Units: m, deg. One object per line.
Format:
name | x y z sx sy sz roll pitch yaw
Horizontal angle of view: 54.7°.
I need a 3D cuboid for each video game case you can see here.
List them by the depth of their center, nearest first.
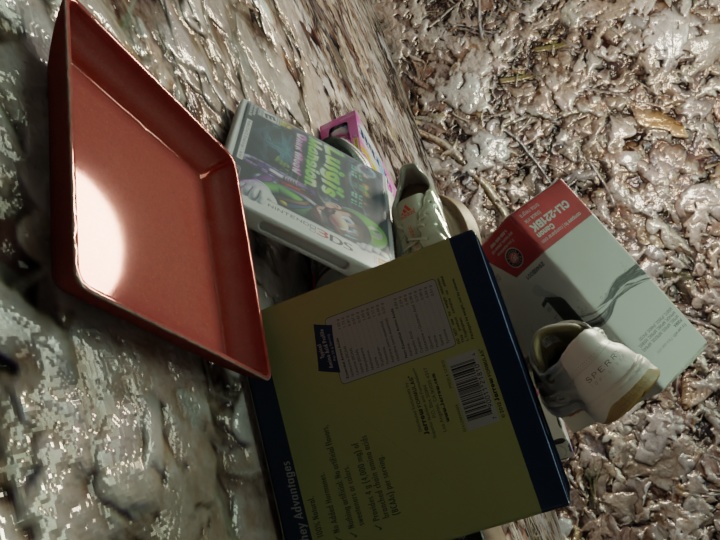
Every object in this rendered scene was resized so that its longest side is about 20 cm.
video game case | -0.049 -0.079 0.677 0.181 0.023 0.201 26 31 -19

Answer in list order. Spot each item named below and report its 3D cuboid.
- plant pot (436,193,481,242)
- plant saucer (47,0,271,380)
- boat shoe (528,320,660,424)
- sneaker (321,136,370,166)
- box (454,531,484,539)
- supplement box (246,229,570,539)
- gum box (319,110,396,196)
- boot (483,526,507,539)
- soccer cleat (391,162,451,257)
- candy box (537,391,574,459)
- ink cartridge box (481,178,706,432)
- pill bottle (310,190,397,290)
plant pot | 0.072 -0.015 1.002 0.092 0.201 0.203 8 56 -38
plant saucer | -0.133 -0.038 0.455 0.200 0.036 0.201 47 25 -60
boat shoe | 0.166 0.070 0.546 0.069 0.071 0.200 45 -6 8
sneaker | -0.011 -0.087 0.937 0.085 0.074 0.202 -19 88 -76
box | 0.077 0.175 0.677 0.137 0.039 0.202 64 12 -79
supplement box | 0.035 0.108 0.550 0.134 0.198 0.202 37 35 -69
gum box | 0.005 -0.142 1.100 0.114 0.066 0.201 -99 162 -46
boot | 0.150 0.333 0.995 0.147 0.070 0.200 61 13 -6
soccer cleat | 0.061 -0.031 0.699 0.201 0.069 0.078 -96 164 -51
candy box | 0.168 0.195 0.957 0.072 0.198 0.169 52 22 -50
ink cartridge box | 0.200 0.039 0.671 0.200 0.083 0.145 50 -30 11
pill bottle | 0.000 0.000 0.769 0.111 0.110 0.201 56 19 -45
